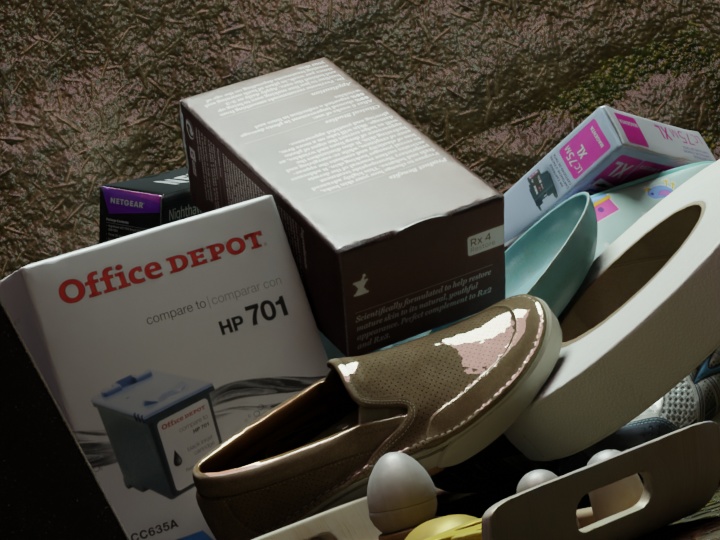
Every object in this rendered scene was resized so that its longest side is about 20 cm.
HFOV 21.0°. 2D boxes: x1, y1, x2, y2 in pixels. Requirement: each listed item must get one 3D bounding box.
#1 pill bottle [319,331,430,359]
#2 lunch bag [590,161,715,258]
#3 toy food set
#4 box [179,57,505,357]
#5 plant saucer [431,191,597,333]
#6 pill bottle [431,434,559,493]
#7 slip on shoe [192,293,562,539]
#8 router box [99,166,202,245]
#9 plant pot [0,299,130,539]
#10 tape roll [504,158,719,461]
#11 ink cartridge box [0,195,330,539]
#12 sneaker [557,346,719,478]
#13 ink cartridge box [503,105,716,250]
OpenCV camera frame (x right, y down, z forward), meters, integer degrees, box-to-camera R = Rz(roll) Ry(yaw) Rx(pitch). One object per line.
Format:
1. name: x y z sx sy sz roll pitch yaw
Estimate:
1. pill bottle: 0.000 0.000 1.183 0.113 0.113 0.200 -19 17 24
2. lunch bag: 0.176 0.019 1.328 0.160 0.077 0.200 -18 -29 -19
3. toy food set: 0.032 0.103 0.806 0.143 0.061 0.200 -14 -5 -44
4. box: -0.013 -0.040 1.067 0.100 0.075 0.200 -19 33 -21
5. plant saucer: 0.069 0.038 1.096 0.200 0.027 0.200 -48 4 5
6. pill bottle: 0.114 0.072 1.206 0.113 0.113 0.200 -15 -5 -37
7. slip on shoe: 0.008 0.067 0.947 0.200 0.061 0.076 -33 29 -4
8. router box: -0.090 0.008 1.225 0.051 0.150 0.200 9 14 27
9. plant pot: -0.218 0.124 0.866 0.177 0.200 0.200 -28 1 -18
10. tape roll: 0.149 0.015 0.999 0.203 0.037 0.203 -43 6 6
11. ink cartridge box: -0.090 0.078 1.012 0.146 0.200 0.086 -18 -1 -23
12. sneaker: 0.170 0.058 1.055 0.200 0.087 0.078 -20 0 -40
13. ink cartridge box: 0.138 -0.030 1.337 0.119 0.042 0.200 8 -40 -47
